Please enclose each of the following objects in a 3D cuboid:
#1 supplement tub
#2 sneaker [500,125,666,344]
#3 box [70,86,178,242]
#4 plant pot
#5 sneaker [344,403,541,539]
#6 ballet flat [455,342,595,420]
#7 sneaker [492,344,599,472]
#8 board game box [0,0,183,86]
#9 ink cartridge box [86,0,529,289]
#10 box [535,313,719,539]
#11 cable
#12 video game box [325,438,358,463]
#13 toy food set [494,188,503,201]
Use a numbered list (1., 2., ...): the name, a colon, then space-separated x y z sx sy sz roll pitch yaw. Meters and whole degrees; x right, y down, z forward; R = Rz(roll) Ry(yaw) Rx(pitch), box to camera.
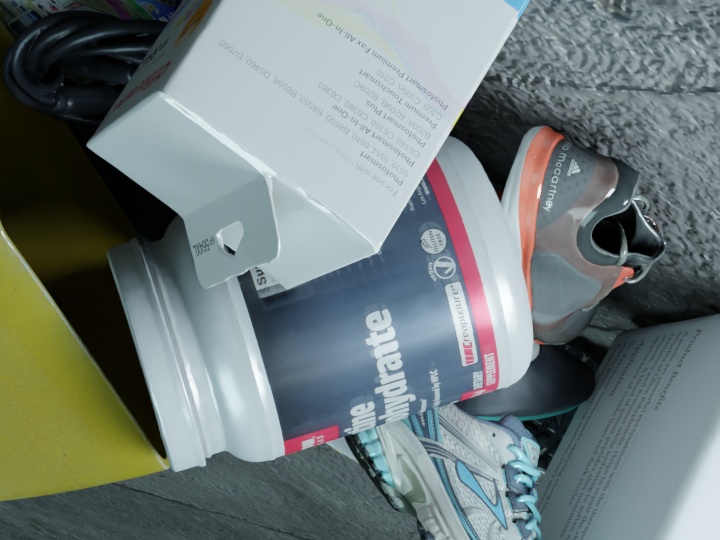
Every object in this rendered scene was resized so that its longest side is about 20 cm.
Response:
1. supplement tub: -0.021 0.019 1.252 0.140 0.200 0.141 163 90 -84
2. sneaker: 0.125 -0.005 1.303 0.082 0.077 0.200 14 160 15
3. box: -0.120 -0.044 1.508 0.200 0.079 0.141 28 172 32
4. plant pot: -0.232 0.014 1.312 0.200 0.176 0.200 -101 -15 -51
5. sneaker: 0.068 0.123 1.289 0.200 0.086 0.078 54 173 21
6. ballet flat: 0.043 0.050 1.377 0.200 0.073 0.073 -1 163 -9
7. sneaker: 0.100 0.078 1.542 0.200 0.078 0.086 31 174 25
8. board game box: -0.153 -0.160 1.264 0.135 0.029 0.200 42 156 -19
9. ink cartridge box: -0.026 -0.093 1.118 0.125 0.200 0.129 36 160 -12
10. box: 0.220 0.158 1.360 0.200 0.199 0.171 36 159 -17
11. cable: -0.112 -0.083 1.264 0.163 0.051 0.200 14 168 -11
12. video game box: 0.005 0.090 1.618 0.182 0.047 0.200 29 -172 -12
13. toy food set: 0.000 0.000 1.390 0.198 0.049 0.200 -19 147 8
